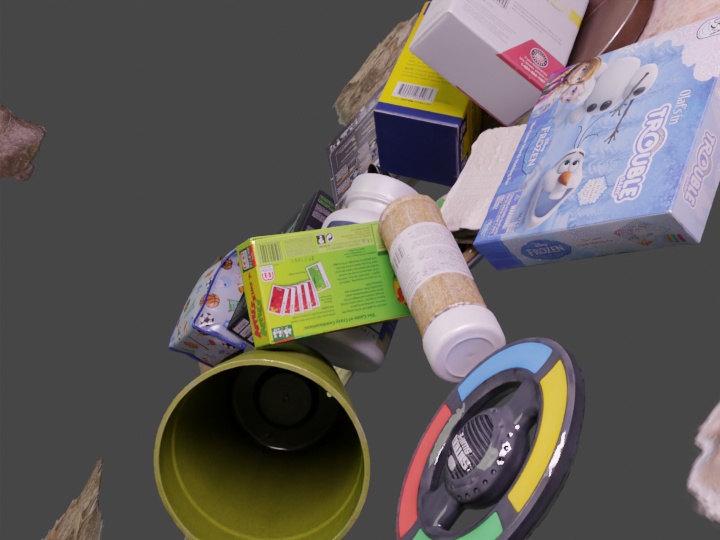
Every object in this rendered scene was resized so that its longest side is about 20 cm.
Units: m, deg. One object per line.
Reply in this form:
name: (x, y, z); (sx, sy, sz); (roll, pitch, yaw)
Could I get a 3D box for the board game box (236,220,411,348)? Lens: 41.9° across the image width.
board game box: (-0.017, 0.008, 0.948); (0.048, 0.198, 0.103); (-19, 81, 63)

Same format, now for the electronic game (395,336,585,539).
electronic game: (0.092, 0.138, 0.697); (0.200, 0.041, 0.201); (-50, 18, 22)

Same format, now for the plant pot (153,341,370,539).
plant pot: (-0.085, 0.158, 0.946); (0.201, 0.200, 0.193); (-52, 5, 11)

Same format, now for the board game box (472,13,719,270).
board game box: (0.205, -0.101, 0.764); (0.198, 0.043, 0.201); (-9, 48, 52)

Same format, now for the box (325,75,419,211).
box: (0.031, -0.173, 1.357); (0.200, 0.048, 0.160); (-44, 44, 38)

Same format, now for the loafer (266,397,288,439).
loafer: (-0.130, 0.217, 1.087); (0.201, 0.071, 0.073); (-64, 11, -21)

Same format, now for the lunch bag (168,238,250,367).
lunch bag: (-0.240, 0.054, 1.676); (0.170, 0.123, 0.202); (-32, 36, 56)

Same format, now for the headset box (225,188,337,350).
headset box: (-0.094, 0.001, 1.401); (0.174, 0.092, 0.201); (-42, 21, 41)

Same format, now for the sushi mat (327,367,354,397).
sushi mat: (-0.010, 0.096, 1.122); (0.201, 0.012, 0.096); (-57, 17, -4)

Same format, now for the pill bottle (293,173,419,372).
pill bottle: (0.000, 0.000, 1.053); (0.119, 0.119, 0.202); (-22, 44, 62)

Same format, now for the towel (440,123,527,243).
towel: (0.155, -0.088, 0.908); (0.199, 0.034, 0.133); (0, 57, 57)

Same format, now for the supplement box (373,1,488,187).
supplement box: (0.102, -0.220, 1.167); (0.109, 0.108, 0.201); (80, -151, -54)

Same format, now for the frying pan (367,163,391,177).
frying pan: (0.032, -0.100, 1.201); (0.190, 0.031, 0.116); (103, 155, -63)

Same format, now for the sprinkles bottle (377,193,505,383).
sprinkles bottle: (0.070, 0.011, 0.861); (0.068, 0.068, 0.201); (-48, 35, 23)

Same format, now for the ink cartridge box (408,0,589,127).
ink cartridge box: (0.158, -0.281, 1.012); (0.083, 0.144, 0.201); (-33, 28, 56)

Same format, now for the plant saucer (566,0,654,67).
plant saucer: (0.246, -0.250, 1.013); (0.201, 0.034, 0.201); (-49, 18, 21)

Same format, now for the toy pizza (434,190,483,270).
toy pizza: (0.121, -0.073, 1.035); (0.201, 0.032, 0.201); (-50, 17, 21)

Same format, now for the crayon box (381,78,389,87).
crayon box: (0.078, -0.268, 1.489); (0.173, 0.058, 0.201); (-47, 19, 33)
